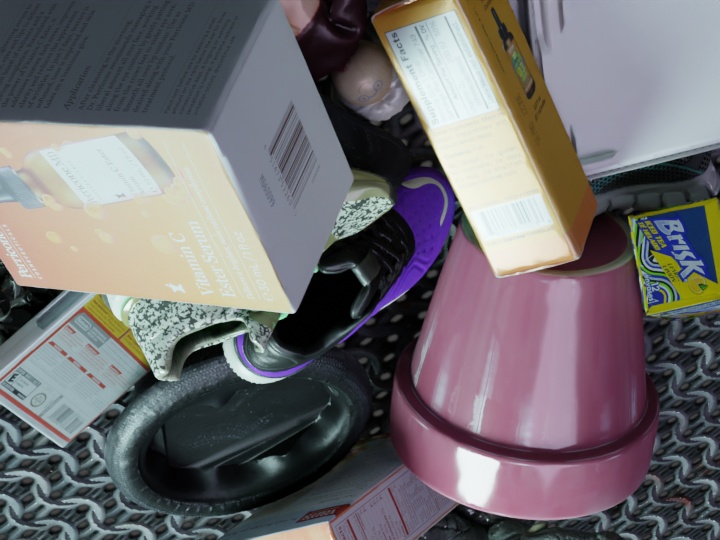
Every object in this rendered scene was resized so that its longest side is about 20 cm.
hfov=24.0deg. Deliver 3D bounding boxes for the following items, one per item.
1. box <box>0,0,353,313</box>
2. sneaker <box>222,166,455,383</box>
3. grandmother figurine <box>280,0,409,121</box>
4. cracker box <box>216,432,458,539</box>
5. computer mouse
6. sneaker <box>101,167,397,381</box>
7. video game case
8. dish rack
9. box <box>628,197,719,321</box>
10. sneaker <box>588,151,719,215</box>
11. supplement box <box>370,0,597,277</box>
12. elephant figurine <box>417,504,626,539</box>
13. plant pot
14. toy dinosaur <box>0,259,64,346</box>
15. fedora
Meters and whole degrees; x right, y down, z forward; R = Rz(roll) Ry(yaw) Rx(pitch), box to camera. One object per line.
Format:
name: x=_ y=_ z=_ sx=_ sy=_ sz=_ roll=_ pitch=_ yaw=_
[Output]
box: x=-0.128 y=-0.070 z=0.976 sx=0.198 sy=0.107 sz=0.153 roll=4 pitch=143 yaw=25
sneaker: x=0.000 y=0.001 z=1.132 sx=0.200 sy=0.070 sz=0.099 roll=-43 pitch=-177 yaw=-18
grandmother figurine: x=-0.044 y=-0.149 z=1.039 sx=0.121 sy=0.061 sz=0.199 roll=-32 pitch=137 yaw=33
cracker box: x=-0.005 y=0.181 z=1.283 sx=0.133 sy=0.058 sz=0.199 roll=-19 pitch=-173 yaw=41
computer mouse: x=-0.046 y=-0.076 z=1.082 sx=0.137 sy=0.053 sz=0.199 roll=-5 pitch=161 yaw=41
sneaker: x=-0.060 y=0.008 z=1.057 sx=0.198 sy=0.089 sz=0.077 roll=-27 pitch=155 yaw=7
video game case: x=-0.153 y=0.029 z=1.132 sx=0.200 sy=0.017 sz=0.143 roll=-41 pitch=156 yaw=-5
dish rack: x=0.199 y=-0.145 z=1.113 sx=0.198 sy=0.044 sz=0.173 roll=-14 pitch=118 yaw=-8
box: x=0.238 y=-0.004 z=1.217 sx=0.064 sy=0.071 sz=0.200 roll=-11 pitch=174 yaw=14
sneaker: x=0.161 y=-0.086 z=1.192 sx=0.198 sy=0.078 sz=0.092 roll=-11 pitch=121 yaw=-17
supplement box: x=0.081 y=-0.098 z=1.072 sx=0.068 sy=0.067 sz=0.201 roll=-12 pitch=117 yaw=28
elephant figurine: x=0.106 y=0.252 z=1.451 sx=0.198 sy=0.155 sz=0.143 roll=7 pitch=110 yaw=-16
plant pot: x=0.125 y=0.050 z=1.230 sx=0.198 sy=0.200 sz=0.181 roll=-5 pitch=120 yaw=-17
toy dinosaur: x=-0.235 y=0.021 z=1.132 sx=0.200 sy=0.102 sz=0.136 roll=-47 pitch=151 yaw=1
fedora: x=-0.094 y=0.093 z=1.240 sx=0.198 sy=0.092 sz=0.202 roll=-12 pitch=137 yaw=-11
